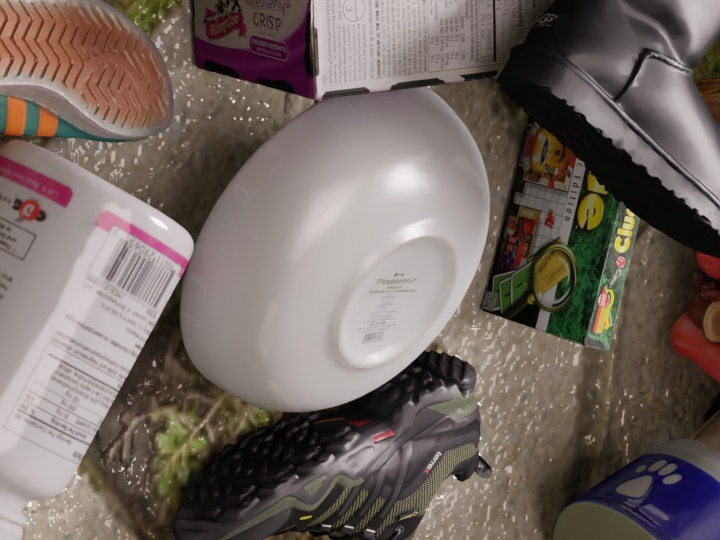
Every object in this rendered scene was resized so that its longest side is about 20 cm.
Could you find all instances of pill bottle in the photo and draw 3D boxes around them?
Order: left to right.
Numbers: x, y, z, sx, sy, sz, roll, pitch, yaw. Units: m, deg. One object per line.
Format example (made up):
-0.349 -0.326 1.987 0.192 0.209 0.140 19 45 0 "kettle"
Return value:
-0.178 0.045 1.186 0.113 0.113 0.201 32 83 -32 "pill bottle"

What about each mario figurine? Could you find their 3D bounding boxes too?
0.251 -0.018 1.438 0.123 0.106 0.201 -14 106 -30 "mario figurine"

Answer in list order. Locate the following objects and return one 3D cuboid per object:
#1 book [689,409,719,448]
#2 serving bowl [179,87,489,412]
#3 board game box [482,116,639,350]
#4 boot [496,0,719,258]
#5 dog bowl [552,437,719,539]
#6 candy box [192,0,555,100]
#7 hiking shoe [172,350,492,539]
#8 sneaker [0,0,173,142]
0.272 0.177 1.508 0.134 0.048 0.201 -37 118 -44 "book"
0.000 0.000 1.264 0.200 0.066 0.201 -30 142 -27 "serving bowl"
0.129 -0.062 1.354 0.023 0.105 0.201 11 94 -36 "board game box"
0.171 -0.120 1.231 0.198 0.073 0.163 39 76 -32 "boot"
0.205 0.206 1.400 0.079 0.200 0.201 -28 113 -22 "dog bowl"
0.027 -0.139 1.258 0.199 0.136 0.061 -9 106 -30 "candy box"
-0.009 0.129 1.328 0.199 0.076 0.101 -26 116 -18 "hiking shoe"
-0.183 -0.102 1.186 0.200 0.080 0.072 12 71 -50 "sneaker"
